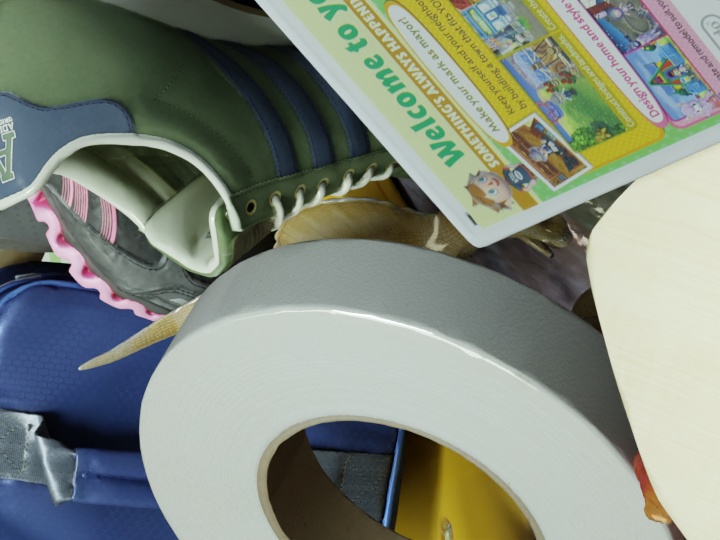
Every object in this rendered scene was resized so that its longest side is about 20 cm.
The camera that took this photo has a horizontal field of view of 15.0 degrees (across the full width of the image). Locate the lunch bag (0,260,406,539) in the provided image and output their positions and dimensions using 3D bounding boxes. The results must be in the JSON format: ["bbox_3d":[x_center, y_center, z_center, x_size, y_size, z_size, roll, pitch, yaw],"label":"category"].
[{"bbox_3d":[-0.084,0.069,1.098,0.199,0.137,0.132,7,180,-15],"label":"lunch bag"}]

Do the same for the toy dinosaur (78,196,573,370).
[{"bbox_3d":[0.000,0.000,1.002,0.199,0.058,0.101,-18,148,29],"label":"toy dinosaur"}]

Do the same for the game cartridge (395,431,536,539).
[{"bbox_3d":[0.054,0.152,1.092,0.176,0.032,0.201,143,121,-67],"label":"game cartridge"}]

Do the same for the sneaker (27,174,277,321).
[{"bbox_3d":[-0.088,-0.059,1.011,0.200,0.079,0.095,45,140,-16],"label":"sneaker"}]

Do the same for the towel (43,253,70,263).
[{"bbox_3d":[-0.097,0.028,1.295,0.200,0.023,0.153,35,156,17],"label":"towel"}]

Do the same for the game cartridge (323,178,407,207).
[{"bbox_3d":[-0.075,-0.066,1.089,0.199,0.032,0.177,11,143,45],"label":"game cartridge"}]

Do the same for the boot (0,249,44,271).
[{"bbox_3d":[-0.210,-0.090,1.153,0.144,0.071,0.202,30,150,51],"label":"boot"}]

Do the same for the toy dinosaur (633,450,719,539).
[{"bbox_3d":[0.159,0.121,0.859,0.181,0.105,0.201,21,120,7],"label":"toy dinosaur"}]

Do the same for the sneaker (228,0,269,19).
[{"bbox_3d":[-0.067,-0.153,0.873,0.098,0.071,0.201,15,143,33],"label":"sneaker"}]

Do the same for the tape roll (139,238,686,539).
[{"bbox_3d":[0.020,0.075,0.935,0.202,0.037,0.203,15,137,15],"label":"tape roll"}]

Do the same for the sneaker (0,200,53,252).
[{"bbox_3d":[-0.173,-0.044,1.051,0.199,0.077,0.082,21,-162,-27],"label":"sneaker"}]

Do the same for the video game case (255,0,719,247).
[{"bbox_3d":[0.044,-0.108,0.720,0.182,0.022,0.200,-24,122,33],"label":"video game case"}]

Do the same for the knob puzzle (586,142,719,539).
[{"bbox_3d":[0.156,0.022,0.769,0.219,0.030,0.221,7,103,32],"label":"knob puzzle"}]

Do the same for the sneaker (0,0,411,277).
[{"bbox_3d":[-0.041,-0.038,0.889,0.199,0.090,0.067,15,158,-34],"label":"sneaker"}]

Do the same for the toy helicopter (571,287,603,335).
[{"bbox_3d":[0.142,0.073,0.933,0.132,0.079,0.200,-13,131,43],"label":"toy helicopter"}]
